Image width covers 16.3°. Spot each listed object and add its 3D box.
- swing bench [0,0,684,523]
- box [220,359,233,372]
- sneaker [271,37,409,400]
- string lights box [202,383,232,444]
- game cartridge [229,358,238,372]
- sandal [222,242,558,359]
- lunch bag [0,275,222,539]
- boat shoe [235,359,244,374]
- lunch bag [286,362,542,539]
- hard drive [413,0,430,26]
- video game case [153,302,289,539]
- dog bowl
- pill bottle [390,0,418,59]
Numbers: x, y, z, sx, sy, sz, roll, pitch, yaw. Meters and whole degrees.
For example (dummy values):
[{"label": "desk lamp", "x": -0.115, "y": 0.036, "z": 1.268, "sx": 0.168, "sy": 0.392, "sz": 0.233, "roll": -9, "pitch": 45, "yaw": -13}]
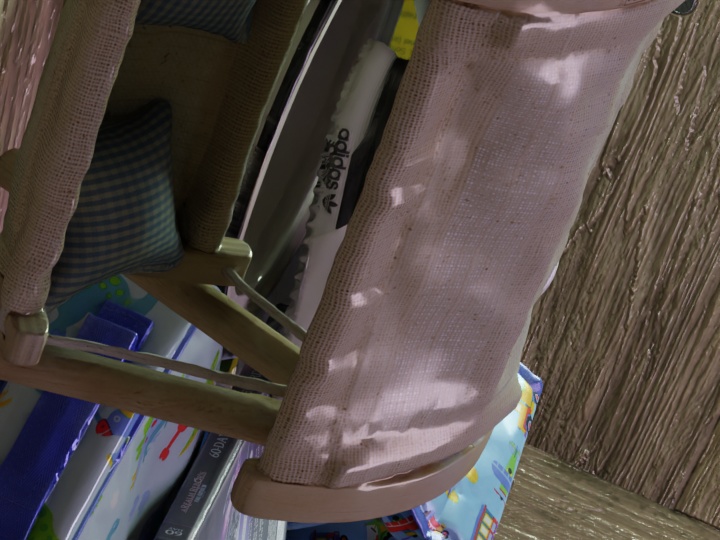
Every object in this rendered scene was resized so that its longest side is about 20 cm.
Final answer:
[{"label": "swing bench", "x": -0.025, "y": -0.045, "z": 0.760, "sx": 0.130, "sy": 0.200, "sz": 0.199, "roll": -55, "pitch": 168, "yaw": -59}, {"label": "box", "x": -0.123, "y": 0.116, "z": 1.301, "sx": 0.200, "sy": 0.036, "sz": 0.145, "roll": -54, "pitch": 167, "yaw": -57}, {"label": "sneaker", "x": 0.024, "y": 0.005, "z": 1.076, "sx": 0.070, "sy": 0.099, "sz": 0.200, "roll": -66, "pitch": 170, "yaw": -57}, {"label": "string lights box", "x": -0.095, "y": 0.142, "z": 1.198, "sx": 0.200, "sy": 0.059, "sz": 0.103, "roll": -54, "pitch": 163, "yaw": -62}, {"label": "game cartridge", "x": -0.038, "y": -0.042, "z": 1.435, "sx": 0.200, "sy": 0.032, "sz": 0.177, "roll": -50, "pitch": 163, "yaw": -63}, {"label": "sandal", "x": -0.002, "y": -0.008, "z": 1.169, "sx": 0.059, "sy": 0.206, "sz": 0.079, "roll": -21, "pitch": 99, "yaw": -66}, {"label": "lunch bag", "x": -0.124, "y": 0.091, "z": 0.974, "sx": 0.161, "sy": 0.082, "sz": 0.200, "roll": 103, "pitch": 12, "yaw": -64}, {"label": "boat shoe", "x": -0.018, "y": 0.004, "z": 1.366, "sx": 0.068, "sy": 0.075, "sz": 0.200, "roll": -46, "pitch": -173, "yaw": 48}, {"label": "lunch bag", "x": -0.016, "y": 0.109, "z": 1.426, "sx": 0.094, "sy": 0.200, "sz": 0.151, "roll": 52, "pitch": 41, "yaw": -30}, {"label": "hard drive", "x": 0.034, "y": -0.167, "z": 1.109, "sx": 0.132, "sy": 0.026, "sz": 0.200, "roll": 96, "pitch": -16, "yaw": -71}, {"label": "video game case", "x": -0.059, "y": 0.123, "z": 1.092, "sx": 0.200, "sy": 0.019, "sz": 0.143, "roll": -63, "pitch": 162, "yaw": -60}, {"label": "dog bowl", "x": -0.046, "y": -0.078, "z": 1.046, "sx": 0.200, "sy": 0.074, "sz": 0.200, "roll": 24, "pitch": 90, "yaw": -83}, {"label": "pill bottle", "x": 0.027, "y": -0.086, "z": 1.283, "sx": 0.114, "sy": 0.114, "sz": 0.200, "roll": 48, "pitch": 55, "yaw": -83}]
